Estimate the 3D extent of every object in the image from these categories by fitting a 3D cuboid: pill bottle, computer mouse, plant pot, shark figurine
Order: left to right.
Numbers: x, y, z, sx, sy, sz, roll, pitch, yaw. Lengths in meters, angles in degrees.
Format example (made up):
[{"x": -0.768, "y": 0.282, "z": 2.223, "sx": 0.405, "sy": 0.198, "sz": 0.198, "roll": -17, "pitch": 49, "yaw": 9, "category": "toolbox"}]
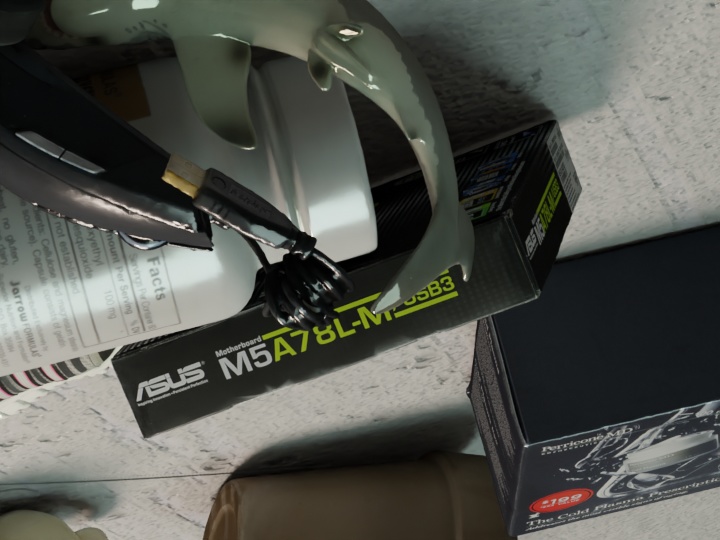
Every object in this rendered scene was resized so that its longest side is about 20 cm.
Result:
[{"x": -0.090, "y": -0.031, "z": 0.958, "sx": 0.046, "sy": 0.200, "sz": 0.140, "roll": -53, "pitch": -175, "yaw": -7, "category": "computer mouse"}, {"x": -0.099, "y": -0.027, "z": 1.087, "sx": 0.199, "sy": 0.115, "sz": 0.114, "roll": -14, "pitch": 159, "yaw": -4, "category": "pill bottle"}, {"x": -0.019, "y": -0.089, "z": 1.010, "sx": 0.128, "sy": 0.214, "sz": 0.090, "roll": -54, "pitch": -175, "yaw": 18, "category": "shark figurine"}, {"x": -0.011, "y": 0.205, "z": 1.670, "sx": 0.172, "sy": 0.201, "sz": 0.200, "roll": 12, "pitch": 152, "yaw": -16, "category": "plant pot"}]

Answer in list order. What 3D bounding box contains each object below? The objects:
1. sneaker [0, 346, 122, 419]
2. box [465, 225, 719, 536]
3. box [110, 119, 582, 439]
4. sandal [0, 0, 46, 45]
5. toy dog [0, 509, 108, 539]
[{"x": -0.173, "y": 0.025, "z": 1.226, "sx": 0.087, "sy": 0.074, "sz": 0.200, "roll": -6, "pitch": 163, "yaw": -38, "category": "sneaker"}, {"x": 0.171, "y": 0.063, "z": 1.508, "sx": 0.199, "sy": 0.105, "sz": 0.182, "roll": -13, "pitch": 158, "yaw": -4, "category": "box"}, {"x": 0.000, "y": 0.000, "z": 1.191, "sx": 0.192, "sy": 0.048, "sz": 0.200, "roll": -18, "pitch": -169, "yaw": 15, "category": "box"}, {"x": -0.189, "y": -0.119, "z": 0.883, "sx": 0.200, "sy": 0.075, "sz": 0.048, "roll": -1, "pitch": 131, "yaw": -49, "category": "sandal"}, {"x": -0.266, "y": 0.227, "z": 1.634, "sx": 0.200, "sy": 0.140, "sz": 0.194, "roll": -38, "pitch": -174, "yaw": 43, "category": "toy dog"}]
